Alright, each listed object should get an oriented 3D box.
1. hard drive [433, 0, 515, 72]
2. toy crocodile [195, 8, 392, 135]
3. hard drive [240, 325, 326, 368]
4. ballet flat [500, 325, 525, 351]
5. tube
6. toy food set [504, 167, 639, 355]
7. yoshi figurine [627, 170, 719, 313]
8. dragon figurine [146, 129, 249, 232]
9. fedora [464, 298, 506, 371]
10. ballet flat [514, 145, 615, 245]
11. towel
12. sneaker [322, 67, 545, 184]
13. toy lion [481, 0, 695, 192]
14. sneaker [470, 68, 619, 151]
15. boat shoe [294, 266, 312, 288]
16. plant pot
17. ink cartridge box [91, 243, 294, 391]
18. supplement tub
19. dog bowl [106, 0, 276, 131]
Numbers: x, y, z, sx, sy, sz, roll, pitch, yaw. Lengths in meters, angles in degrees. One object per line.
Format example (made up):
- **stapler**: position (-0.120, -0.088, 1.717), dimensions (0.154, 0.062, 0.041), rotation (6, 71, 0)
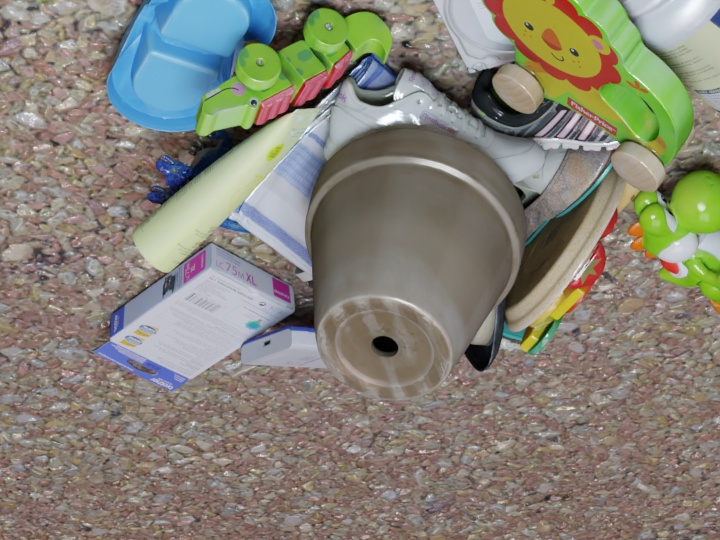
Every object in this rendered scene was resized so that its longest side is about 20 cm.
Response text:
- **hard drive**: position (0.123, -0.258, 1.489), dimensions (0.138, 0.038, 0.201), rotation (-15, 140, 15)
- **toy crocodile**: position (-0.059, -0.167, 1.512), dimensions (0.199, 0.062, 0.068), rotation (-32, 167, -31)
- **hard drive**: position (-0.010, 0.084, 1.870), dimensions (0.198, 0.026, 0.132), rotation (4, 167, -27)
- **ballet flat**: position (0.098, 0.037, 1.849), dimensions (0.199, 0.076, 0.064), rotation (31, 152, -31)
- **tube**: position (-0.116, -0.078, 1.561), dimensions (0.200, 0.058, 0.052), rotation (-41, 126, 15)
- **toy food set**: position (0.201, -0.021, 1.685), dimensions (0.048, 0.201, 0.198), rotation (33, 131, -8)
- **yoshi figurine**: position (0.346, -0.035, 1.732), dimensions (0.199, 0.112, 0.113), rotation (32, 87, -47)
- **dragon figurine**: position (-0.112, -0.075, 1.660), dimensions (0.198, 0.100, 0.059), rotation (21, 138, -28)
- **fedora**: position (0.079, 0.008, 1.704), dimensions (0.090, 0.202, 0.202), rotation (-3, 143, -8)
- **ballet flat**: position (0.169, -0.079, 1.685), dimensions (0.067, 0.068, 0.200), rotation (32, 146, -9)
- **towel**: position (-0.017, -0.092, 1.635), dimensions (0.200, 0.024, 0.147), rotation (-46, 133, 6)
- **sneaker**: position (0.068, -0.123, 1.562), dimensions (0.197, 0.075, 0.101), rotation (6, 113, -3)
- **toy lion**: position (0.183, -0.173, 1.429), dimensions (0.199, 0.069, 0.192), rotation (35, 163, 15)
- **sneaker**: position (0.188, -0.158, 1.592), dimensions (0.198, 0.074, 0.088), rotation (-6, 149, 12)
- **boat shoe**: position (0.000, 0.000, 1.724), dimensions (0.061, 0.072, 0.201), rotation (43, 166, -16)
- **plant pot**: position (0.035, 0.011, 1.512), dimensions (0.198, 0.174, 0.201), rotation (8, 132, 9)
- **ink cartridge box**: position (-0.179, 0.052, 1.873), dimensions (0.119, 0.042, 0.199), rotation (29, 130, -36)
- **supplement tub**: position (0.286, -0.225, 1.453), dimensions (0.199, 0.146, 0.145), rotation (27, 134, -34)
- **dog bowl**: position (-0.148, -0.202, 1.533), dimensions (0.110, 0.050, 0.200), rotation (15, 138, -23)
